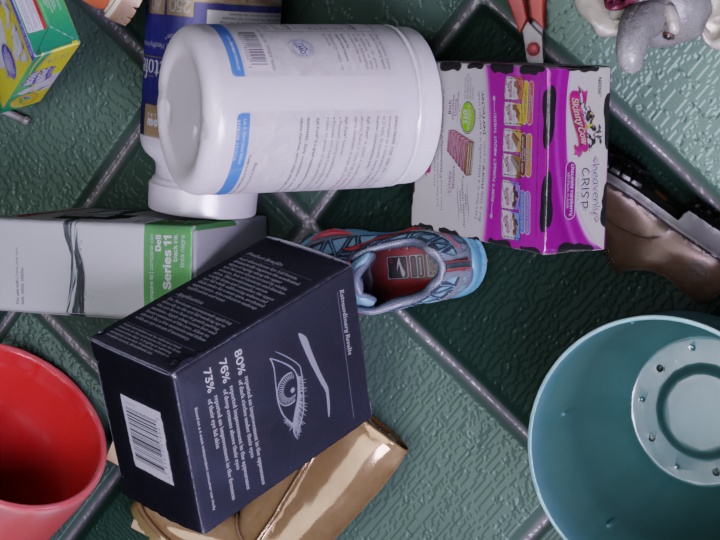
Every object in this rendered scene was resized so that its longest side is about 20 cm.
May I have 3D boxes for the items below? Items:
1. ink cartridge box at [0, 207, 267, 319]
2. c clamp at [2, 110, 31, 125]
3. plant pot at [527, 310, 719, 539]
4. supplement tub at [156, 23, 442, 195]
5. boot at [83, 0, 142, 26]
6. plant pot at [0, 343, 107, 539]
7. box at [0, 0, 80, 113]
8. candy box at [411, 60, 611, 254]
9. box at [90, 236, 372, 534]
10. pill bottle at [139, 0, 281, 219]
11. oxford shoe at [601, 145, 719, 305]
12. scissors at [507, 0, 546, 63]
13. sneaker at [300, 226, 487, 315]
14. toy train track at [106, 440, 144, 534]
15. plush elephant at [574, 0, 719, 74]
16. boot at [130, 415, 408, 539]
[{"bbox_3d":[-0.198,-0.007,1.470,0.198,0.146,0.084,3,96,22],"label":"ink cartridge box"},{"bbox_3d":[-0.418,-0.094,1.619,0.170,0.027,0.202,30,107,17],"label":"c clamp"},{"bbox_3d":[0.244,0.121,1.287,0.198,0.161,0.203,3,99,22],"label":"plant pot"},{"bbox_3d":[-0.050,-0.128,1.343,0.132,0.198,0.134,11,102,63],"label":"supplement tub"},{"bbox_3d":[-0.208,-0.312,1.417,0.106,0.202,0.075,24,149,-16],"label":"boot"},{"bbox_3d":[-0.352,0.195,1.550,0.200,0.200,0.178,42,122,13],"label":"plant pot"},{"bbox_3d":[-0.305,-0.215,1.486,0.119,0.048,0.200,68,158,3],"label":"box"},{"bbox_3d":[0.112,-0.092,1.313,0.199,0.060,0.138,16,107,61],"label":"candy box"},{"bbox_3d":[-0.097,0.086,1.350,0.104,0.199,0.150,18,126,40],"label":"box"},{"bbox_3d":[-0.128,-0.150,1.438,0.114,0.116,0.203,8,100,22],"label":"pill bottle"},{"bbox_3d":[0.203,-0.042,1.334,0.199,0.073,0.085,37,113,16],"label":"oxford shoe"},{"bbox_3d":[0.144,-0.192,1.369,0.072,0.014,0.202,-18,88,22],"label":"scissors"},{"bbox_3d":[0.000,0.000,1.413,0.198,0.095,0.080,-13,91,24],"label":"sneaker"},{"bbox_3d":[-0.136,0.202,1.537,0.198,0.033,0.116,26,99,12],"label":"toy train track"},{"bbox_3d":[0.211,-0.223,1.270,0.163,0.200,0.156,3,121,36],"label":"plush elephant"},{"bbox_3d":[-0.080,0.182,1.477,0.174,0.066,0.201,36,97,10],"label":"boot"}]
